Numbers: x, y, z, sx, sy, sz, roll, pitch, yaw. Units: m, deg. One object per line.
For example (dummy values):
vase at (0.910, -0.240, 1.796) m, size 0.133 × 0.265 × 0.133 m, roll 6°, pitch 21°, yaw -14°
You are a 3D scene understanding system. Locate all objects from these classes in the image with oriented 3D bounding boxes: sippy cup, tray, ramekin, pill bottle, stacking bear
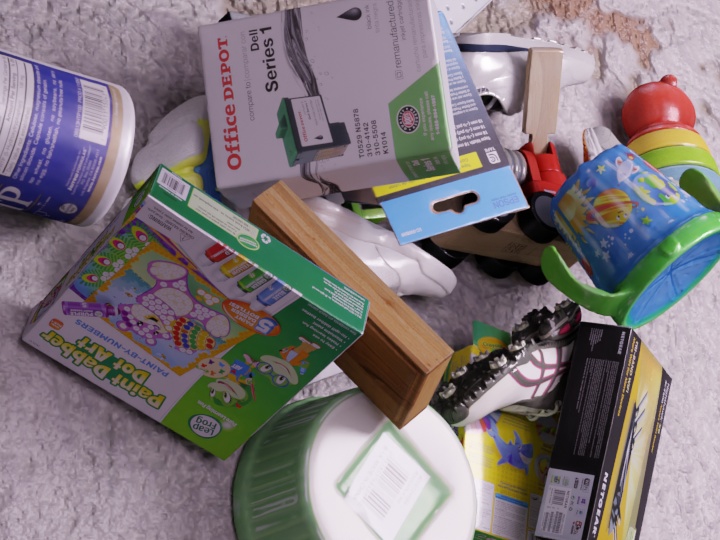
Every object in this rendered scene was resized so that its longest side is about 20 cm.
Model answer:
sippy cup at (0.245, -0.038, 1.469) m, size 0.130 × 0.140 × 0.178 m, roll 49°, pitch 22°, yaw 21°
tray at (-0.017, 0.029, 1.313) m, size 0.200 × 0.099 × 0.037 m, roll 44°, pitch 60°, yaw 15°
ramekin at (0.002, 0.193, 1.359) m, size 0.199 × 0.098 × 0.201 m, roll 13°, pitch 65°, yaw -31°
pill bottle at (-0.288, -0.114, 1.264) m, size 0.199 × 0.120 × 0.120 m, roll 15°, pitch 64°, yaw -29°
stacking bear at (0.324, -0.108, 1.703) m, size 0.113 × 0.121 × 0.201 m, roll 11°, pitch 57°, yaw -28°

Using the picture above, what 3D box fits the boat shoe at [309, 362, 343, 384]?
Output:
boat shoe at (-0.033, 0.058, 1.411) m, size 0.199 × 0.071 × 0.070 m, roll -19°, pitch 86°, yaw -32°

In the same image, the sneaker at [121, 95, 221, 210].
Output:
sneaker at (-0.147, -0.048, 1.379) m, size 0.105 × 0.075 × 0.201 m, roll 41°, pitch 55°, yaw -34°

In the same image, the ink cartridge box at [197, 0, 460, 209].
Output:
ink cartridge box at (-0.027, -0.142, 1.349) m, size 0.199 × 0.084 × 0.147 m, roll -10°, pitch 80°, yaw 8°

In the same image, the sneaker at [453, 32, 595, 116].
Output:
sneaker at (0.159, -0.197, 1.651) m, size 0.199 × 0.076 × 0.081 m, roll -1°, pitch 94°, yaw -38°

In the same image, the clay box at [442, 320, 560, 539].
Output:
clay box at (0.129, 0.156, 1.495) m, size 0.114 × 0.048 × 0.201 m, roll 22°, pitch 59°, yaw -27°

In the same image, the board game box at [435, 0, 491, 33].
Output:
board game box at (0.067, -0.352, 1.667) m, size 0.200 × 0.026 × 0.200 m, roll 50°, pitch 52°, yaw -8°

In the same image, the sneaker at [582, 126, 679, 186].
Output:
sneaker at (0.278, -0.075, 1.613) m, size 0.091 × 0.076 × 0.201 m, roll -12°, pitch 45°, yaw -1°

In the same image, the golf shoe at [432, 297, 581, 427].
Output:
golf shoe at (0.147, 0.100, 1.454) m, size 0.200 × 0.077 × 0.088 m, roll -31°, pitch 99°, yaw -40°

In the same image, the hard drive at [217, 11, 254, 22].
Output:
hard drive at (-0.036, -0.152, 1.484) m, size 0.199 × 0.033 × 0.140 m, roll 6°, pitch 68°, yaw -32°

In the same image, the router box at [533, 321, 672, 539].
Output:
router box at (0.224, 0.167, 1.481) m, size 0.157 × 0.052 × 0.201 m, roll 40°, pitch 60°, yaw -59°

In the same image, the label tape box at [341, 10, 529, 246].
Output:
label tape box at (0.042, -0.118, 1.443) m, size 0.144 × 0.063 × 0.201 m, roll -16°, pitch 77°, yaw -28°

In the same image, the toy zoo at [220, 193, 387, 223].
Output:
toy zoo at (-0.067, -0.100, 1.476) m, size 0.199 × 0.020 × 0.132 m, roll -5°, pitch 75°, yaw -36°

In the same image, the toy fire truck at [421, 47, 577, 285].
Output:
toy fire truck at (0.145, -0.110, 1.574) m, size 0.175 × 0.129 × 0.201 m, roll 9°, pitch 56°, yaw -31°

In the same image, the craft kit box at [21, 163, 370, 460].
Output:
craft kit box at (-0.130, 0.039, 1.262) m, size 0.200 × 0.197 × 0.049 m, roll 33°, pitch 40°, yaw -18°

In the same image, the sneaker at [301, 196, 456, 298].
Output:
sneaker at (0.000, 0.000, 1.463) m, size 0.200 × 0.075 × 0.089 m, roll 25°, pitch 90°, yaw -39°
